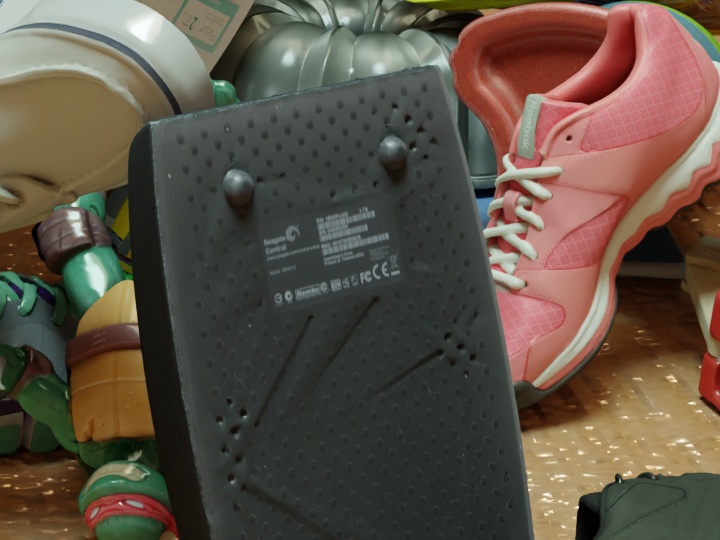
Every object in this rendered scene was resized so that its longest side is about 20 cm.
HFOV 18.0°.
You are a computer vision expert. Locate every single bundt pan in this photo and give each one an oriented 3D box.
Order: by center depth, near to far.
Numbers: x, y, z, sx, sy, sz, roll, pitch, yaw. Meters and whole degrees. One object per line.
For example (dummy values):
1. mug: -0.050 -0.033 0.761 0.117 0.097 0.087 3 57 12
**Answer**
1. bundt pan: 0.000 -0.102 1.200 0.200 0.076 0.202 5 17 -2

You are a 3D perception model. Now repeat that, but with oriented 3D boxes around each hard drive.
1. hard drive: -0.010 0.041 0.756 0.134 0.202 0.042 -15 7 -37

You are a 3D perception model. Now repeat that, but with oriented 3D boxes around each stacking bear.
1. stacking bear: 0.137 -0.080 1.131 0.113 0.123 0.200 -15 2 22

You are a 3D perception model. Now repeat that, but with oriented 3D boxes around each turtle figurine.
1. turtle figurine: -0.088 0.029 0.843 0.148 0.101 0.201 -3 58 0

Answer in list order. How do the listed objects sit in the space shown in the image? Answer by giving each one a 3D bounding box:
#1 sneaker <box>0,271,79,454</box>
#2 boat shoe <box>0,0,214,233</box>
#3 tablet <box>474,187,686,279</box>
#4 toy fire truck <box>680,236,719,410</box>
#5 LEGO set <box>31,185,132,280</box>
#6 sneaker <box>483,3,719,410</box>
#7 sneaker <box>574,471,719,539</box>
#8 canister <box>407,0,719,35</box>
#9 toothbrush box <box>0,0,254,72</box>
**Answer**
1. sneaker: -0.144 0.022 0.893 0.199 0.088 0.074 -11 28 -31
2. boat shoe: -0.132 -0.043 0.792 0.199 0.072 0.066 -5 39 43
3. tablet: 0.056 -0.026 1.139 0.198 0.014 0.130 3 23 -6
4. toy fire truck: 0.201 0.006 1.047 0.140 0.049 0.200 -1 25 -15
5. LEGO set: -0.150 -0.029 1.029 0.153 0.116 0.200 26 15 -20
6. sneaker: 0.080 -0.030 0.964 0.201 0.087 0.074 -52 36 -14
7. sneaker: 0.125 0.097 0.785 0.199 0.077 0.090 -16 35 -42
8. canister: 0.133 -0.172 1.180 0.199 0.087 0.148 3 -2 -40
9. toothbrush box: -0.163 -0.148 0.956 0.200 0.086 0.146 38 7 21
